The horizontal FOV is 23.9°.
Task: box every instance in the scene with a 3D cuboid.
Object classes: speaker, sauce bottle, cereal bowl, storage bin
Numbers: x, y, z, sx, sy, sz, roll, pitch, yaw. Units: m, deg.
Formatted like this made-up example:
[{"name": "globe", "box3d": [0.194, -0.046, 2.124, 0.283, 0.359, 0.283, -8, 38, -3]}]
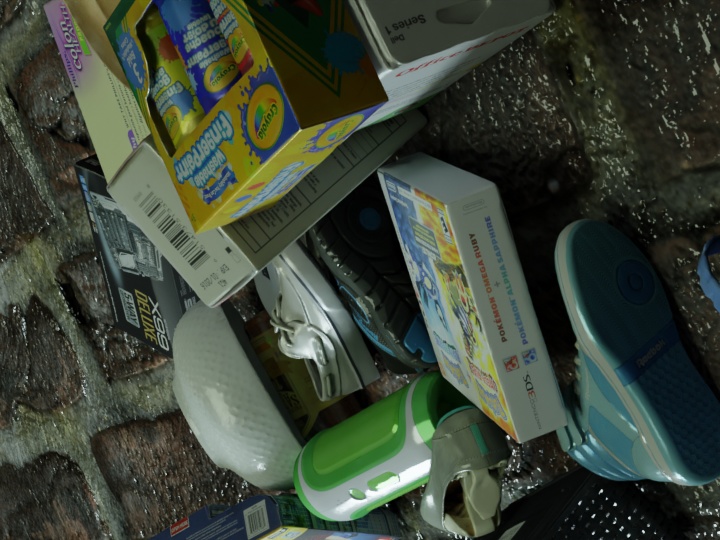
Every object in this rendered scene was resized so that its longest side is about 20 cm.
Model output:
[{"name": "speaker", "box3d": [0.026, 0.150, 1.440, 0.200, 0.088, 0.089, -34, 85, 47]}, {"name": "sauce bottle", "box3d": [-0.036, 0.121, 1.563, 0.200, 0.066, 0.066, 61, 150, 4]}, {"name": "cereal bowl", "box3d": [-0.118, 0.123, 1.588, 0.200, 0.083, 0.200, 61, -179, -2]}, {"name": "storage bin", "box3d": [0.141, 0.237, 1.294, 0.094, 0.135, 0.200, 45, 149, -1]}]

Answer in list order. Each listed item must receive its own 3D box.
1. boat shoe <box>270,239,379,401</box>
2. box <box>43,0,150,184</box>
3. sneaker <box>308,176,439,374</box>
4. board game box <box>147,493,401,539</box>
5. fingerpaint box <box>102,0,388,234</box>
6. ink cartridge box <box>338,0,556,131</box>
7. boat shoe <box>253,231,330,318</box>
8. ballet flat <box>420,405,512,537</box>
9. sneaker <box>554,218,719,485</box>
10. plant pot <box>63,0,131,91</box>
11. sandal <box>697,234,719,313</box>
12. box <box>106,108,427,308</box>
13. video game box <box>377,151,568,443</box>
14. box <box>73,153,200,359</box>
[{"name": "boat shoe", "box3d": [-0.044, 0.045, 1.448, 0.072, 0.066, 0.200, 55, 175, 36]}, {"name": "box", "box3d": [-0.159, -0.180, 1.447, 0.200, 0.097, 0.176, -13, 98, 53]}, {"name": "sneaker", "box3d": [0.000, 0.000, 1.402, 0.200, 0.073, 0.082, 62, 155, 5]}, {"name": "board game box", "box3d": [-0.066, 0.261, 1.639, 0.200, 0.200, 0.062, -33, 58, 38]}, {"name": "fingerpaint box", "box3d": [-0.084, -0.138, 1.126, 0.200, 0.073, 0.167, -35, 78, 60]}, {"name": "ink cartridge box", "box3d": [0.016, -0.160, 1.171, 0.200, 0.145, 0.084, -29, 85, 60]}, {"name": "boat shoe", "box3d": [-0.060, -0.037, 1.463, 0.071, 0.070, 0.200, 37, 150, 42]}, {"name": "ballet flat", "box3d": [0.085, 0.176, 1.335, 0.200, 0.067, 0.064, 86, 159, -58]}, {"name": "sneaker", "box3d": [0.166, 0.067, 1.195, 0.131, 0.079, 0.200, -22, 94, 59]}, {"name": "plant pot", "box3d": [-0.194, -0.227, 1.325, 0.200, 0.027, 0.200, 45, 154, 29]}, {"name": "sandal", "box3d": [0.260, 0.048, 1.045, 0.087, 0.079, 0.200, 8, 112, 59]}, {"name": "box", "box3d": [-0.071, -0.088, 1.293, 0.128, 0.200, 0.109, 49, 151, -3]}, {"name": "video game box", "box3d": [0.079, 0.014, 1.250, 0.200, 0.047, 0.182, -142, 31, -74]}, {"name": "box", "box3d": [-0.213, -0.012, 1.742, 0.158, 0.050, 0.200, 25, 134, 46]}]
